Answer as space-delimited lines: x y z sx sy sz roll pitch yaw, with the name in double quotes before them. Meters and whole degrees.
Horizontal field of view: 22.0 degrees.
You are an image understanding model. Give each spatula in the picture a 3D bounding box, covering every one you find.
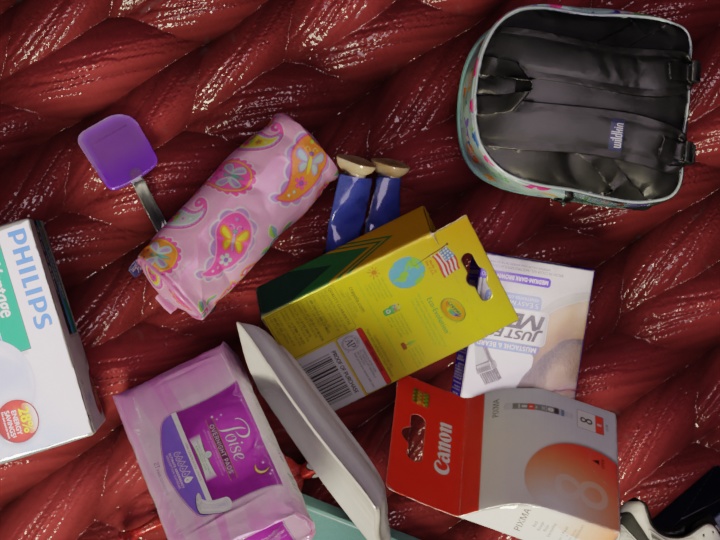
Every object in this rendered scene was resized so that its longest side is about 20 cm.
"spatula" -0.185 -0.049 1.684 0.056 0.021 0.201 -31 97 -10

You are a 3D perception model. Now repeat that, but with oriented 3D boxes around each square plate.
"square plate" -0.032 0.144 1.580 0.028 0.200 0.199 -34 72 -10

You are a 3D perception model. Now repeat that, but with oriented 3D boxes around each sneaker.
"sneaker" 0.301 0.256 1.573 0.198 0.076 0.089 21 88 -4

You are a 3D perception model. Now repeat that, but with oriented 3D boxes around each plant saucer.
"plant saucer" 0.003 0.263 1.686 0.198 0.019 0.071 24 88 -19

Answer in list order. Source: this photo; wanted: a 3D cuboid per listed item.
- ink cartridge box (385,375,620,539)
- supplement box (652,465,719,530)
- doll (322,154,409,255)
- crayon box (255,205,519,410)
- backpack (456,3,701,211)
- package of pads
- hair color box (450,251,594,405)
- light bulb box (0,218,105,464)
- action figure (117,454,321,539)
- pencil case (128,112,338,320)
"ink cartridge box" 0.126 0.153 1.588 0.198 0.163 0.050 22 124 -9
"supplement box" 0.328 0.322 1.680 0.199 0.134 0.200 -39 93 -3
"doll" 0.000 0.000 1.672 0.135 0.048 0.202 1 106 -37
"crayon box" 0.024 0.031 1.617 0.198 0.051 0.128 -25 122 6
"backpack" 0.185 -0.147 1.655 0.198 0.150 0.180 6 87 -13
"package of pads" -0.129 0.171 1.623 0.120 0.076 0.201 -26 57 -2
"hair color box" 0.143 0.090 1.698 0.108 0.065 0.203 8 91 -6
"light bulb box" -0.348 0.076 1.619 0.198 0.125 0.200 -18 92 -4
"action figure" -0.119 0.218 1.680 0.199 0.052 0.066 -28 101 -7
"pencil case" -0.110 -0.046 1.651 0.087 0.087 0.200 43 79 -4
